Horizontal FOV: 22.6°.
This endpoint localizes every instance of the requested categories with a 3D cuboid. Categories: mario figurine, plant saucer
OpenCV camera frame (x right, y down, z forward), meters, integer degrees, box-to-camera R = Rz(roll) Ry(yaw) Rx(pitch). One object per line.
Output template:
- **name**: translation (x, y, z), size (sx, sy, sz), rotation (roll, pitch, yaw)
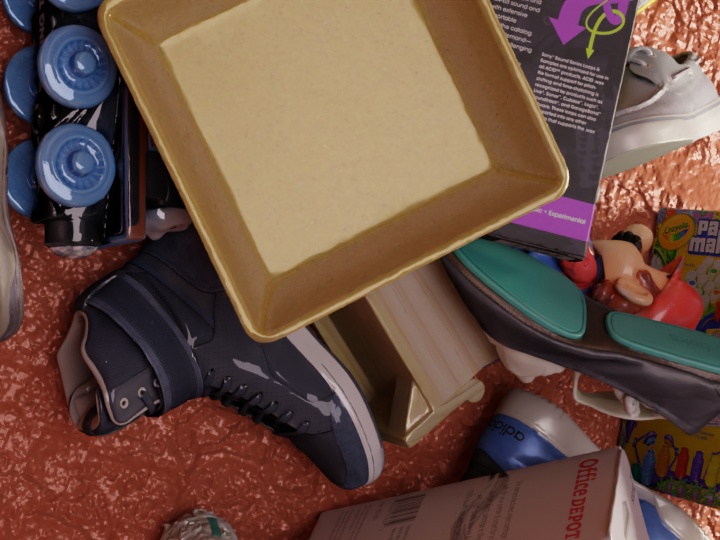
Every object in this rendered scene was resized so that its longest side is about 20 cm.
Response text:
- **mario figurine**: translation (0.131, -0.020, 1.141), size (0.199, 0.124, 0.106), rotation (29, 107, -11)
- **plant saucer**: translation (-0.015, -0.091, 0.983), size (0.199, 0.048, 0.201), rotation (-26, 93, -10)

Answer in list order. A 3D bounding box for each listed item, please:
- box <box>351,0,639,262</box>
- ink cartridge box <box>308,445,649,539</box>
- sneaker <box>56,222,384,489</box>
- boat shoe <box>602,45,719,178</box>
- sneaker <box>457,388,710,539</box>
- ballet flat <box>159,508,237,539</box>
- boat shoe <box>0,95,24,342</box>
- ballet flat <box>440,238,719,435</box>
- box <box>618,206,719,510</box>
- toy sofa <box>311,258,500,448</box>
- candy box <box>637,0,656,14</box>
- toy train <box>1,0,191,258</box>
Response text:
- **box**: translation (0.081, -0.119, 1.044), size (0.142, 0.036, 0.202), rotation (14, 87, -9)
- **ink cartridge box**: translation (0.066, 0.186, 1.059), size (0.199, 0.145, 0.084), rotation (-15, 103, 16)
- **sneaker**: translation (-0.087, 0.077, 1.056), size (0.146, 0.077, 0.203), rotation (-41, 100, -30)
- **boat shoe**: translation (0.180, -0.107, 1.155), size (0.201, 0.070, 0.072), rotation (-23, 90, -62)
- **sneaker**: translation (0.143, 0.179, 1.184), size (0.200, 0.077, 0.112), rotation (41, 74, -22)
- **ballet flat**: translation (-0.104, 0.245, 1.074), size (0.071, 0.072, 0.202), rotation (4, 92, -26)
- **boat shoe**: translation (-0.233, -0.055, 0.987), size (0.071, 0.076, 0.202), rotation (-9, 96, -23)
- **ballet flat**: translation (0.129, 0.046, 1.074), size (0.199, 0.073, 0.074), rotation (23, 83, -5)
- **box**: translation (0.283, 0.065, 1.178), size (0.121, 0.200, 0.194), rotation (10, 90, -26)
- **toy sofa**: translation (0.000, 0.000, 1.097), size (0.097, 0.083, 0.201), rotation (-39, 111, -21)
- **candy box**: translation (0.125, -0.246, 1.176), size (0.102, 0.026, 0.201), rotation (-36, 108, -16)
- **toy train**: translation (-0.138, -0.106, 1.015), size (0.114, 0.087, 0.202), rotation (2, 84, -30)
